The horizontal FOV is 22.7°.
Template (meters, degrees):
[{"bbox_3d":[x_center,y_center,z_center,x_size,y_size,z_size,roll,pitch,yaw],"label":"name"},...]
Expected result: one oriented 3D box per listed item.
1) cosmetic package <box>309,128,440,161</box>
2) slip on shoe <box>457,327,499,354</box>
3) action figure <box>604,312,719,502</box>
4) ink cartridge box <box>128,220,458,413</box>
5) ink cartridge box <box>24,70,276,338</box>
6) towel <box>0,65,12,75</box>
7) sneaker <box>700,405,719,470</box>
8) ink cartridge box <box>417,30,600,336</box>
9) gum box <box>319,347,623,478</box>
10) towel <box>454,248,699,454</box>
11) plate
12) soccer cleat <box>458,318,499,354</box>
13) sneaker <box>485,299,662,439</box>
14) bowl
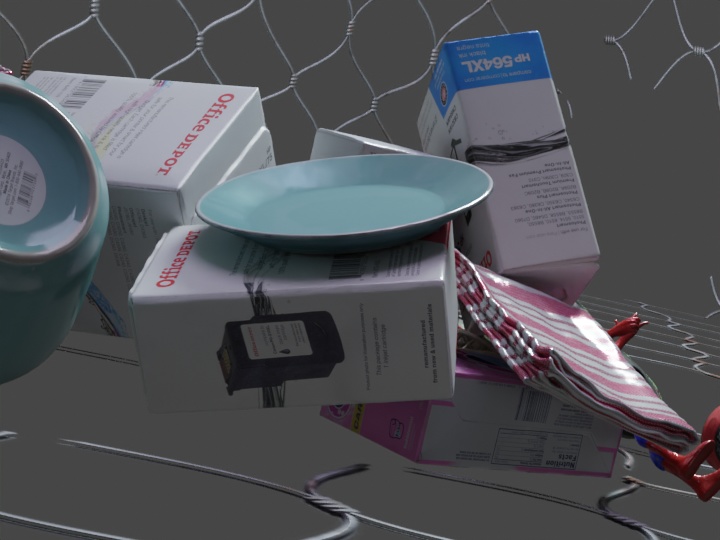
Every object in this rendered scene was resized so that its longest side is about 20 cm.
[{"bbox_3d":[0.000,0.000,1.382,0.102,0.200,0.074,10,6,-35],"label":"cosmetic package"},{"bbox_3d":[0.088,0.087,1.402,0.200,0.074,0.061,17,-5,-40],"label":"slip on shoe"},{"bbox_3d":[0.210,0.080,1.348,0.200,0.099,0.065,35,-10,43],"label":"action figure"},{"bbox_3d":[-0.038,0.025,1.179,0.200,0.085,0.145,-3,19,6],"label":"ink cartridge box"},{"bbox_3d":[-0.180,-0.049,1.355,0.200,0.146,0.147,7,38,22],"label":"ink cartridge box"},{"bbox_3d":[-0.320,-0.053,1.163,0.144,0.200,0.022,5,32,-41],"label":"towel"},{"bbox_3d":[0.370,0.151,1.395,0.200,0.071,0.098,11,4,0],"label":"sneaker"},{"bbox_3d":[0.114,-0.066,1.426,0.084,0.200,0.146,-7,-22,-11],"label":"ink cartridge box"},{"bbox_3d":[0.087,0.096,1.277,0.200,0.066,0.113,10,6,-38],"label":"gum box"},{"bbox_3d":[0.141,0.048,1.248,0.146,0.030,0.200,26,15,-28],"label":"towel"},{"bbox_3d":[-0.010,-0.042,1.199,0.200,0.026,0.200,-5,17,1],"label":"plate"},{"bbox_3d":[0.059,0.072,1.548,0.200,0.069,0.078,21,-10,43],"label":"soccer cleat"},{"bbox_3d":[0.181,0.071,1.492,0.200,0.077,0.084,36,3,-9],"label":"sneaker"},{"bbox_3d":[-0.229,-0.040,1.063,0.201,0.201,0.105,10,-28,-36],"label":"bowl"}]
